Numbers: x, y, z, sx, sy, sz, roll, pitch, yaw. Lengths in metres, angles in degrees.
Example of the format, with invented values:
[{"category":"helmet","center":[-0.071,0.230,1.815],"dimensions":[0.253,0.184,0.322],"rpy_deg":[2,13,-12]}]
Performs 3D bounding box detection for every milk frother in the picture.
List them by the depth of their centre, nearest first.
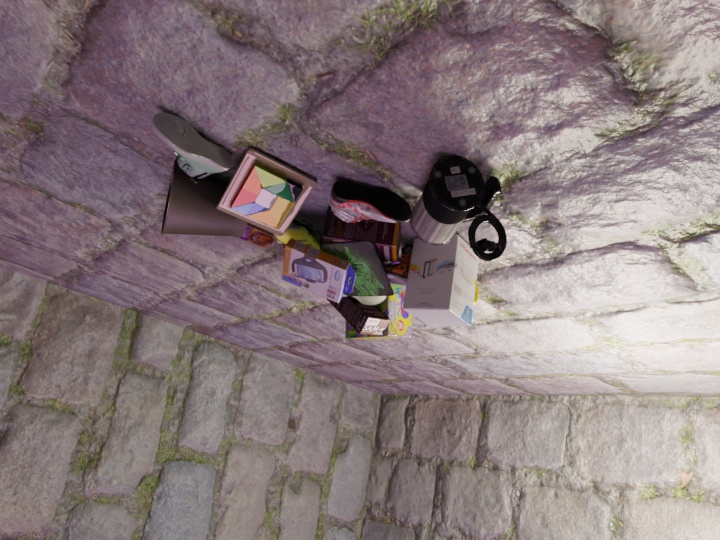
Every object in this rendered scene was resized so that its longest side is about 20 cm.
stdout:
[{"category":"milk frother","center":[0.204,-0.097,1.141],"dimensions":[0.174,0.207,0.189],"rpy_deg":[8,160,-4]}]

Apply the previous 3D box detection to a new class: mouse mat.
[{"category":"mouse mat","center":[-0.008,0.000,1.427],"dimensions":[0.156,0.008,0.203],"rpy_deg":[-2,136,27]}]

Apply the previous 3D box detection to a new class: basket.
[{"category":"basket","center":[-0.385,-0.160,1.366],"dimensions":[0.194,0.185,0.136],"rpy_deg":[12,-161,-24]}]

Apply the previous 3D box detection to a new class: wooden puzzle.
[{"category":"wooden puzzle","center":[-0.223,-0.175,1.289],"dimensions":[0.181,0.038,0.200],"rpy_deg":[22,128,-28]}]

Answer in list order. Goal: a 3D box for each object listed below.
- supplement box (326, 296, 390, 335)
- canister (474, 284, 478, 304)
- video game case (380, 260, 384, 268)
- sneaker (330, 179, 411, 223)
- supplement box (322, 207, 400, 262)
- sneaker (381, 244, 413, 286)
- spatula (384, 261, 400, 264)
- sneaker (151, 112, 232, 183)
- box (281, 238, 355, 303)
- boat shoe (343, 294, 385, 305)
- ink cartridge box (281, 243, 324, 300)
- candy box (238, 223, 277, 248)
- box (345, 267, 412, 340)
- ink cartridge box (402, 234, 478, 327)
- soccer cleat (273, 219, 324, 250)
[{"category":"supplement box","center":[-0.013,0.109,1.622],"dimensions":[0.107,0.062,0.199],"rpy_deg":[11,-156,-46]},{"category":"canister","center":[0.255,0.069,1.705],"dimensions":[0.146,0.089,0.197],"rpy_deg":[26,154,-35]},{"category":"video game case","center":[0.000,0.000,1.538],"dimensions":[0.138,0.020,0.201],"rpy_deg":[8,164,7]},{"category":"sneaker","center":[0.021,-0.149,1.295],"dimensions":[0.195,0.069,0.108],"rpy_deg":[17,160,-4]},{"category":"supplement box","center":[0.007,-0.092,1.416],"dimensions":[0.193,0.088,0.111],"rpy_deg":[8,160,8]},{"category":"sneaker","center":[0.117,-0.017,1.501],"dimensions":[0.075,0.116,0.198],"rpy_deg":[0,174,31]},{"category":"spatula","center":[0.060,-0.021,1.666],"dimensions":[0.194,0.021,0.056],"rpy_deg":[1,161,26]},{"category":"sneaker","center":[-0.394,-0.261,1.197],"dimensions":[0.116,0.076,0.199],"rpy_deg":[-13,152,35]},{"category":"box","center":[-0.110,0.006,1.433],"dimensions":[0.195,0.042,0.121],"rpy_deg":[23,131,9]},{"category":"boat shoe","center":[-0.012,0.047,1.566],"dimensions":[0.195,0.061,0.075],"rpy_deg":[12,122,-31]},{"category":"ink cartridge box","center":[-0.160,-0.023,1.562],"dimensions":[0.049,0.204,0.161],"rpy_deg":[-30,-167,-1]},{"category":"candy box","center":[-0.332,-0.133,1.532],"dimensions":[0.196,0.058,0.116],"rpy_deg":[24,157,-26]},{"category":"box","center":[0.056,0.111,1.717],"dimensions":[0.120,0.208,0.189],"rpy_deg":[10,167,-43]},{"category":"ink cartridge box","center":[0.218,0.029,1.454],"dimensions":[0.141,0.206,0.146],"rpy_deg":[-3,157,37]},{"category":"soccer cleat","center":[-0.179,-0.097,1.454],"dimensions":[0.197,0.065,0.085],"rpy_deg":[34,110,-12]}]
